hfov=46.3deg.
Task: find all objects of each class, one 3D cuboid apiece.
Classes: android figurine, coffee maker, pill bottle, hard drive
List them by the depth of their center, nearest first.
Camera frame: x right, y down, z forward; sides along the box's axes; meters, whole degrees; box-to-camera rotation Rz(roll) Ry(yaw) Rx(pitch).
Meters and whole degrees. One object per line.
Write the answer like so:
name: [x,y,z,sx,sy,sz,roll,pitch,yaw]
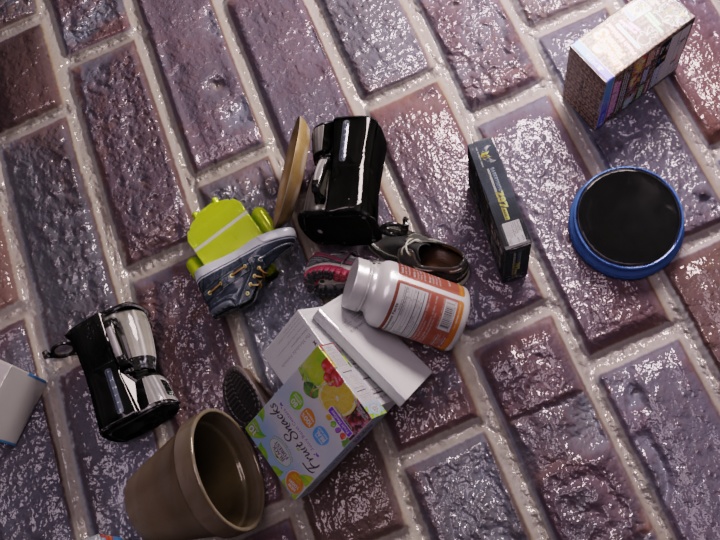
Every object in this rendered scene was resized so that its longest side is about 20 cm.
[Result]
hard drive: [0.022,0.123,1.388,0.200,0.132,0.026,45,116,8]
pill bottle: [0.073,0.051,1.394,0.196,0.112,0.114,19,73,-10]
coffee maker: [-0.424,0.189,1.456,0.190,0.134,0.203,-33,66,21]
coffee maker: [-0.005,-0.156,1.489,0.188,0.135,0.204,10,64,-5]
android figurine: [-0.237,-0.045,1.542,0.181,0.041,0.201,-38,73,-5]

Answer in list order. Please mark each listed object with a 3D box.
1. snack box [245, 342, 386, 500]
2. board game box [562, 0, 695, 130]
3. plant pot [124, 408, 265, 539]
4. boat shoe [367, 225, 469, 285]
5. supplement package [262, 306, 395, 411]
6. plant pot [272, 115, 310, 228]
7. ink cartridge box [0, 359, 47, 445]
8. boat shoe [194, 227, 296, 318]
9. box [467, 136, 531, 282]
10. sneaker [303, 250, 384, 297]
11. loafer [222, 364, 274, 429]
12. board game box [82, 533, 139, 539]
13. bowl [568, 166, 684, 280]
snack box: [-0.072,0.233,1.303,0.200,0.053,0.143,-48,69,23]
board game box: [0.470,-0.376,1.493,0.198,0.160,0.097,-36,69,-6]
plant pot: [-0.275,0.349,1.346,0.171,0.200,0.203,-27,68,15]
boat shoe: [0.099,-0.037,1.479,0.197,0.068,0.073,23,76,18]
supplement package: [-0.046,0.172,1.383,0.114,0.109,0.201,-49,67,25]
plant pot: [-0.120,-0.172,1.496,0.027,0.200,0.205,12,72,-10]
ink cartridge box: [-0.685,0.203,1.475,0.196,0.129,0.127,19,74,15]
boat shoe: [-0.188,0.006,1.471,0.197,0.071,0.092,-27,75,5]
box: [0.234,-0.100,1.432,0.050,0.158,0.204,-16,68,1]
sneaker: [0.000,0.000,1.477,0.195,0.082,0.075,6,41,2]
loafer: [-0.160,0.244,1.423,0.073,0.071,0.201,-48,69,20]
board game box: [-0.400,0.481,1.298,0.103,0.201,0.105,-20,69,-1]
bowl: [0.461,-0.086,1.457,0.196,0.039,0.205,-3,71,8]
